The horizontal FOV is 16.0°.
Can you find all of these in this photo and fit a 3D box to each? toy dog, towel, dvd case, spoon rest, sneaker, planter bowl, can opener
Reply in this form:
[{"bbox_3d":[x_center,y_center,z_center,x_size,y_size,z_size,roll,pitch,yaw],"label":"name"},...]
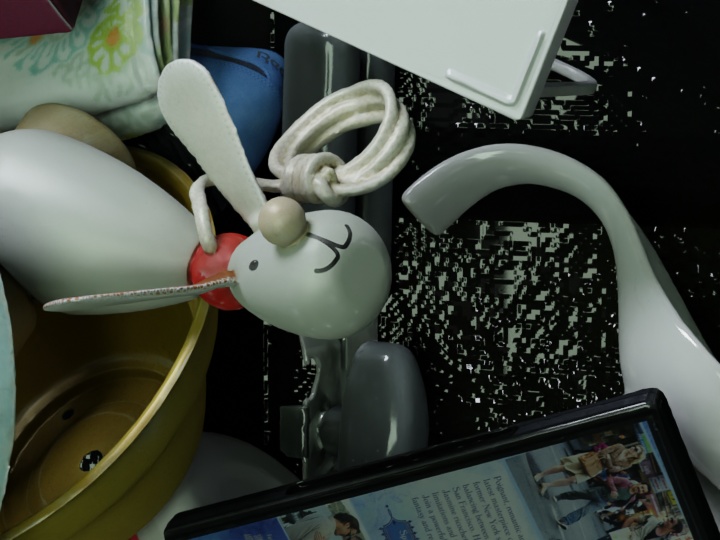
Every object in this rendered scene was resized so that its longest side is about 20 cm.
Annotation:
[{"bbox_3d":[-0.087,-0.026,0.896,0.199,0.132,0.096,-13,135,26],"label":"toy dog"},{"bbox_3d":[-0.155,-0.121,1.032,0.199,0.048,0.172,-11,60,22],"label":"towel"},{"bbox_3d":[0.041,0.130,0.934,0.199,0.018,0.143,-16,107,23],"label":"dvd case"},{"bbox_3d":[0.105,0.016,0.976,0.200,0.099,0.061,42,90,24],"label":"spoon rest"},{"bbox_3d":[-0.119,-0.066,1.065,0.199,0.079,0.066,3,135,30],"label":"sneaker"},{"bbox_3d":[-0.122,0.053,0.986,0.200,0.201,0.084,-19,134,22],"label":"planter bowl"},{"bbox_3d":[0.000,0.000,1.026,0.066,0.053,0.201,0,94,32],"label":"can opener"}]

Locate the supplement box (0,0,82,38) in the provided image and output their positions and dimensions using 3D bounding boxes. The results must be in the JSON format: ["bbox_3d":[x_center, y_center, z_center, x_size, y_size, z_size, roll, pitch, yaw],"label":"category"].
[{"bbox_3d":[-0.150,-0.188,0.981,0.110,0.086,0.201,-3,56,23],"label":"supplement box"}]

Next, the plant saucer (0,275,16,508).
[{"bbox_3d":[-0.202,0.039,0.905,0.200,0.039,0.202,0,90,40],"label":"plant saucer"}]

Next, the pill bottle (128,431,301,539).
[{"bbox_3d":[-0.097,0.170,1.052,0.112,0.112,0.200,47,109,10],"label":"pill bottle"}]

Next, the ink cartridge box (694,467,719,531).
[{"bbox_3d":[0.114,0.198,0.990,0.145,0.084,0.200,42,109,12],"label":"ink cartridge box"}]

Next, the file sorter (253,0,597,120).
[{"bbox_3d":[0.053,-0.177,0.946,0.138,0.124,0.201,25,104,17],"label":"file sorter"}]
